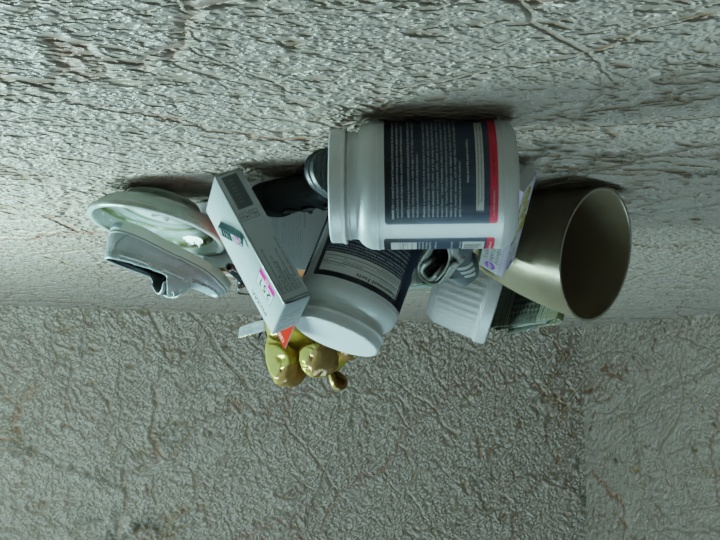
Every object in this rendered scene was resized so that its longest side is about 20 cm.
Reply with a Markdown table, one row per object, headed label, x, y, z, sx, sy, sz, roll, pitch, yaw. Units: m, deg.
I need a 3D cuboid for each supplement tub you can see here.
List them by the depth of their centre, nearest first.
| label | x | y | z | sx | sy | sz | roll | pitch | yaw |
| --- | --- | --- | --- | --- | --- | --- | --- | --- | --- |
| supplement tub | 0.067 | -0.092 | 1.274 | 0.198 | 0.141 | 0.140 | 0 | 173 | 2 |
| supplement tub | 0.000 | 0.000 | 1.605 | 0.140 | 0.201 | 0.140 | 19 | 162 | 7 |

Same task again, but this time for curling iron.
| label | x | y | z | sx | sy | sz | roll | pitch | yaw |
| --- | --- | --- | --- | --- | --- | --- | --- | --- | --- |
| curling iron | -0.172 | 0.015 | 1.739 | 0.049 | 0.026 | 0.200 | -3 | 172 | 4 |

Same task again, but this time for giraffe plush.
| label | x | y | z | sx | sy | sz | roll | pitch | yaw |
| --- | --- | --- | --- | --- | --- | --- | --- | --- | --- |
| giraffe plush | -0.065 | 0.111 | 1.841 | 0.199 | 0.174 | 0.162 | 2 | 163 | 42 |

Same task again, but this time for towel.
| label | x | y | z | sx | sy | sz | roll | pitch | yaw |
| --- | --- | --- | --- | --- | --- | --- | --- | --- | --- |
| towel | 0.285 | 0.002 | 1.841 | 0.034 | 0.201 | 0.192 | 25 | 163 | -22 |

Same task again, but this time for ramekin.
| label | x | y | z | sx | sy | sz | roll | pitch | yaw |
| --- | --- | --- | --- | --- | --- | --- | --- | --- | --- |
| ramekin | 0.176 | 0.007 | 1.890 | 0.104 | 0.201 | 0.200 | 17 | 174 | 5 |

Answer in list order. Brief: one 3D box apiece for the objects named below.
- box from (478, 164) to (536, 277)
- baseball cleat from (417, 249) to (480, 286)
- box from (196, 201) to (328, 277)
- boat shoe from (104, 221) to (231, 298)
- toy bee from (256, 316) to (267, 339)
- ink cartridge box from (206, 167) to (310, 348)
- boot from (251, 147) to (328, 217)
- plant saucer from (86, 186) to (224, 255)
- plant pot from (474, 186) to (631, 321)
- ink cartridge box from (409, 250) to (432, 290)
| label | x | y | z | sx | sy | sz | roll | pitch | yaw |
| --- | --- | --- | --- | --- | --- | --- | --- | --- | --- |
| box | 0.191 | -0.065 | 1.545 | 0.039 | 0.041 | 0.200 | 30 | 150 | 16 |
| baseball cleat | 0.116 | -0.013 | 1.618 | 0.070 | 0.106 | 0.200 | 38 | 162 | 20 |
| box | -0.137 | -0.045 | 1.793 | 0.152 | 0.107 | 0.199 | -6 | 170 | 40 |
| boat shoe | -0.278 | 0.002 | 1.685 | 0.200 | 0.072 | 0.070 | 30 | 159 | -30 |
| toy bee | -0.090 | 0.030 | 1.962 | 0.108 | 0.201 | 0.131 | 15 | 178 | 3 |
| ink cartridge box | -0.144 | -0.007 | 1.552 | 0.043 | 0.201 | 0.174 | -21 | 160 | -25 |
| boot | -0.070 | -0.109 | 1.494 | 0.199 | 0.066 | 0.164 | -1 | 173 | 42 |
| plant saucer | -0.284 | -0.076 | 1.667 | 0.199 | 0.051 | 0.200 | 11 | 165 | 3 |
| plant pot | 0.255 | -0.037 | 1.699 | 0.199 | 0.189 | 0.187 | 12 | -177 | 41 |
| ink cartridge box | 0.055 | -0.017 | 2.042 | 0.059 | 0.105 | 0.199 | 6 | 171 | -42 |
